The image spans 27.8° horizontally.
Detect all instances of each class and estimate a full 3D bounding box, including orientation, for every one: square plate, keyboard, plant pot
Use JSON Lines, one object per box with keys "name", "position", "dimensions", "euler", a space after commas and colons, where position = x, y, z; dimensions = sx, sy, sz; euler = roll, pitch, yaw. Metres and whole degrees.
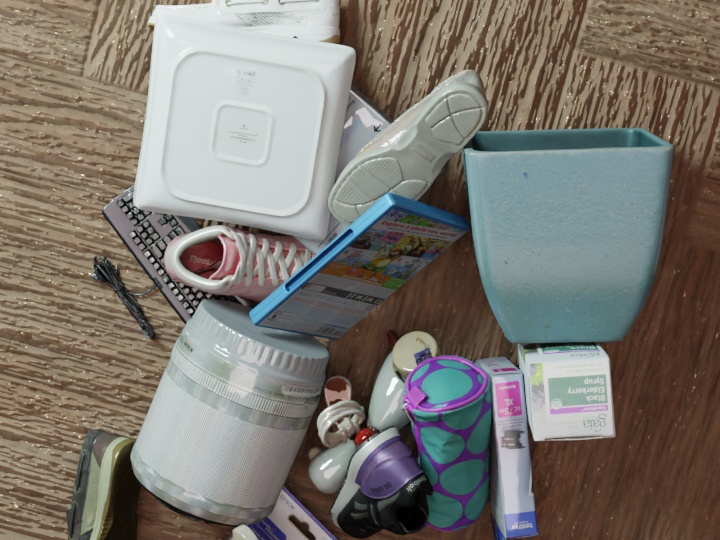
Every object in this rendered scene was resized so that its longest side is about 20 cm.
{"name": "square plate", "position": [-0.117, -0.137, 1.435], "dimensions": [0.199, 0.028, 0.199], "euler": [10, 107, -1]}
{"name": "keyboard", "position": [-0.211, 0.009, 1.564], "dimensions": [0.127, 0.021, 0.200], "euler": [-37, 92, 5]}
{"name": "plant pot", "position": [0.201, -0.034, 1.464], "dimensions": [0.196, 0.196, 0.201], "euler": [-1, 101, 2]}

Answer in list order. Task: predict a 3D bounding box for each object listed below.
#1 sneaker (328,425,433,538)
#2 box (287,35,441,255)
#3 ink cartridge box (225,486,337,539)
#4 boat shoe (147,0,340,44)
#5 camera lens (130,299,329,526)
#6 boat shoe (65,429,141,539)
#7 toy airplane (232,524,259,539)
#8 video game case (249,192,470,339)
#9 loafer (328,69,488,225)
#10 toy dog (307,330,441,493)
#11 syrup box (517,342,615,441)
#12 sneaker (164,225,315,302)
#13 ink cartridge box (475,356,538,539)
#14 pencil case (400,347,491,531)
{"name": "sneaker", "position": [0.025, 0.245, 1.487], "dimensions": [0.076, 0.200, 0.088], "euler": [-32, 67, -23]}
{"name": "box", "position": [-0.041, -0.113, 1.475], "dimensions": [0.200, 0.041, 0.156], "euler": [40, 104, -9]}
{"name": "ink cartridge box", "position": [-0.119, 0.332, 1.580], "dimensions": [0.095, 0.037, 0.200], "euler": [45, 97, -3]}
{"name": "boat shoe", "position": [-0.120, -0.270, 1.514], "dimensions": [0.199, 0.071, 0.070], "euler": [2, 93, -5]}
{"name": "camera lens", "position": [-0.134, 0.150, 1.498], "dimensions": [0.160, 0.160, 0.201], "euler": [23, 99, 0]}
{"name": "boat shoe", "position": [-0.283, 0.265, 1.570], "dimensions": [0.066, 0.072, 0.202], "euler": [23, 110, 29]}
{"name": "toy airplane", "position": [-0.089, 0.373, 1.498], "dimensions": [0.199, 0.141, 0.200], "euler": [40, 129, 9]}
{"name": "video game case", "position": [0.000, 0.000, 1.472], "dimensions": [0.200, 0.143, 0.018], "euler": [-40, 61, 24]}
{"name": "loafer", "position": [0.050, -0.119, 1.420], "dimensions": [0.072, 0.063, 0.200], "euler": [40, 120, -18]}
{"name": "toy dog", "position": [0.012, 0.133, 1.524], "dimensions": [0.200, 0.096, 0.132], "euler": [-29, 135, -23]}
{"name": "syrup box", "position": [0.204, 0.111, 1.464], "dimensions": [0.078, 0.200, 0.082], "euler": [-5, 95, 4]}
{"name": "sneaker", "position": [-0.105, -0.004, 1.509], "dimensions": [0.199, 0.105, 0.076], "euler": [5, 88, -5]}
{"name": "ink cartridge box", "position": [0.153, 0.197, 1.514], "dimensions": [0.042, 0.119, 0.201], "euler": [-4, 94, -2]}
{"name": "pencil case", "position": [0.087, 0.177, 1.485], "dimensions": [0.092, 0.085, 0.200], "euler": [-14, 133, -9]}
